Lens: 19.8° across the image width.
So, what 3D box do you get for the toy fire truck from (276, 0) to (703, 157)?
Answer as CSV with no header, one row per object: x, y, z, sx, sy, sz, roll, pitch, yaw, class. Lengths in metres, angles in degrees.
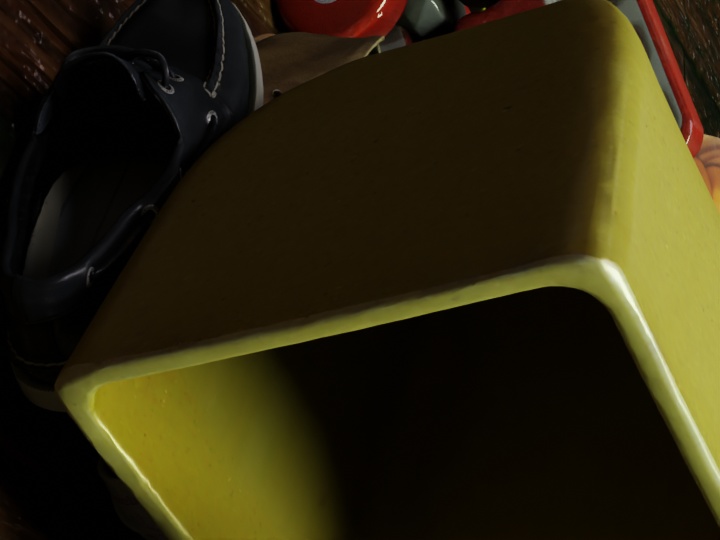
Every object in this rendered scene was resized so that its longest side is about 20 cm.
0.063,-0.113,0.996,0.112,0.167,0.202,27,42,-61,toy fire truck

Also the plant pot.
0.045,0.017,0.725,0.196,0.193,0.201,58,32,-33,plant pot

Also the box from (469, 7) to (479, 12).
0.072,-0.177,1.111,0.021,0.163,0.201,-39,124,-18,box

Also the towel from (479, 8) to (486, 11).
0.078,-0.054,1.155,0.201,0.018,0.087,77,14,-48,towel

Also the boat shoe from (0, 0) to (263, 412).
-0.089,-0.048,0.752,0.066,0.074,0.201,68,34,-46,boat shoe

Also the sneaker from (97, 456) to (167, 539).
-0.057,0.096,0.788,0.099,0.074,0.202,-29,102,-53,sneaker

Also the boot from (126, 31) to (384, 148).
-0.042,-0.063,0.870,0.200,0.075,0.074,-50,127,-60,boot

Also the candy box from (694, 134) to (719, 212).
0.167,0.029,1.094,0.116,0.056,0.202,7,87,-48,candy box
